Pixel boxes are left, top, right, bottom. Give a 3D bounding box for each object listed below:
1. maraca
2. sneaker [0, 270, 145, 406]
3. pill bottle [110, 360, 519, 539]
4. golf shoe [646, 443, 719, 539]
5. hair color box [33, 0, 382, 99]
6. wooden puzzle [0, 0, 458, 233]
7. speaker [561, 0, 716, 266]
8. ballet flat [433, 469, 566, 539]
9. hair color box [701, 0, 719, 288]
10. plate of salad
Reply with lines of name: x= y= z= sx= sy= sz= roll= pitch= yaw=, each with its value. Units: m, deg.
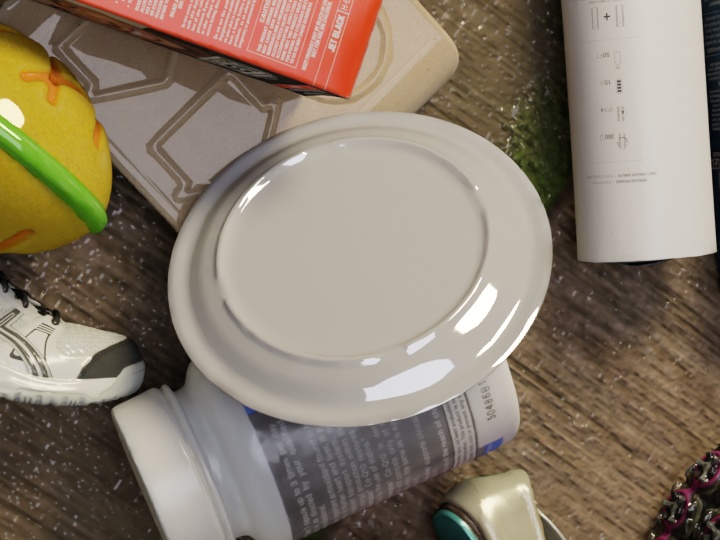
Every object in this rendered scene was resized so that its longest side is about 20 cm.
maraca: x=-0.209 y=-0.082 z=0.929 sx=0.199 sy=0.137 sz=0.107 roll=36 pitch=77 yaw=1
sneaker: x=-0.206 y=0.017 z=0.968 sx=0.198 sy=0.076 sz=0.088 roll=12 pitch=90 yaw=-14
pill bottle: x=-0.025 y=0.078 z=0.993 sx=0.199 sy=0.114 sz=0.115 roll=-23 pitch=97 yaw=-12
golf shoe: x=0.209 y=0.195 z=1.079 sx=0.091 sy=0.073 sz=0.202 roll=16 pitch=96 yaw=-27
hair color box: x=-0.098 y=-0.146 z=0.926 sx=0.199 sy=0.101 sz=0.062 roll=19 pitch=91 yaw=-16
wooden puzzle: x=-0.072 y=-0.124 z=1.013 sx=0.185 sy=0.046 sz=0.200 roll=-45 pitch=105 yaw=-7
speaker: x=0.156 y=-0.104 z=1.045 sx=0.080 sy=0.081 sz=0.202 roll=-5 pitch=93 yaw=-13
ballet flat: x=0.110 y=0.205 z=1.059 sx=0.069 sy=0.069 sz=0.201 roll=-25 pitch=97 yaw=-11
hair color box: x=0.257 y=-0.088 z=1.079 sx=0.099 sy=0.060 sz=0.202 roll=-6 pitch=93 yaw=-12
plate of salad: x=0.000 y=0.000 z=0.948 sx=0.198 sy=0.048 sz=0.201 roll=-5 pitch=53 yaw=7
